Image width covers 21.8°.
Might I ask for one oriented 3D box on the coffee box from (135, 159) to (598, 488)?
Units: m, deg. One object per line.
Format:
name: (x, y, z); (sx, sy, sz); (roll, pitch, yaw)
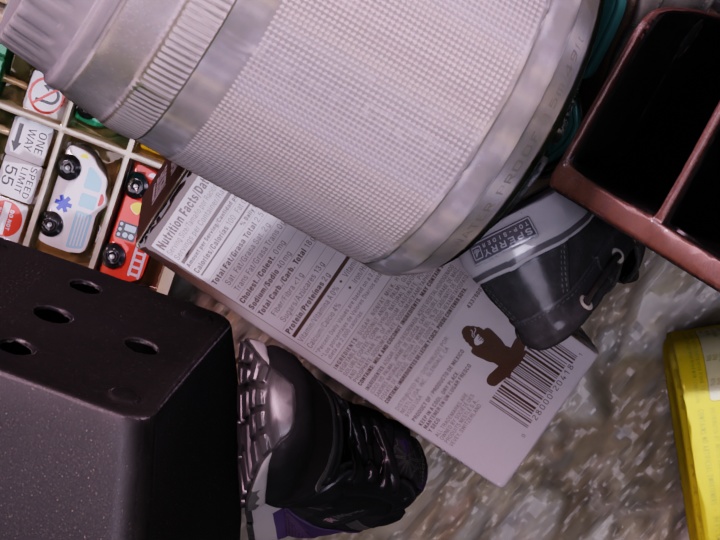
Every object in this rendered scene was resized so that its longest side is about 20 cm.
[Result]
coffee box: (0.000, 0.000, 0.860); (0.199, 0.114, 0.080); (34, 97, -11)

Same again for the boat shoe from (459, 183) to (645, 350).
boat shoe: (0.096, -0.013, 0.827); (0.068, 0.200, 0.057); (-28, 91, 27)

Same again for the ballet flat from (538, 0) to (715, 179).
ballet flat: (0.111, -0.096, 0.827); (0.063, 0.200, 0.068); (-12, 73, -17)

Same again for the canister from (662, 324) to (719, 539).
canister: (0.253, 0.084, 0.893); (0.198, 0.087, 0.150); (-9, 99, 5)

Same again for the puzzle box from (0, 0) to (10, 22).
puzzle box: (-0.115, -0.188, 0.797); (0.132, 0.025, 0.201); (26, 120, -6)

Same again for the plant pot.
plant pot: (-0.153, 0.098, 0.831); (0.198, 0.200, 0.179); (19, 109, 7)

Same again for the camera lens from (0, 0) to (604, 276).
camera lens: (-0.019, -0.104, 0.717); (0.199, 0.160, 0.161); (28, 100, -15)

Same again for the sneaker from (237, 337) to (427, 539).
sneaker: (-0.011, 0.078, 0.857); (0.086, 0.200, 0.077); (-1, 74, -1)

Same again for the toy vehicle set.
toy vehicle set: (-0.142, -0.036, 0.917); (0.123, 0.027, 0.202); (19, 100, -1)

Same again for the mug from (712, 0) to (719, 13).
mug: (0.193, -0.208, 0.807); (0.199, 0.148, 0.176); (-35, 107, 19)

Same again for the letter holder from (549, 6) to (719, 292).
letter holder: (0.187, -0.065, 0.774); (0.100, 0.199, 0.143); (34, 103, 27)
